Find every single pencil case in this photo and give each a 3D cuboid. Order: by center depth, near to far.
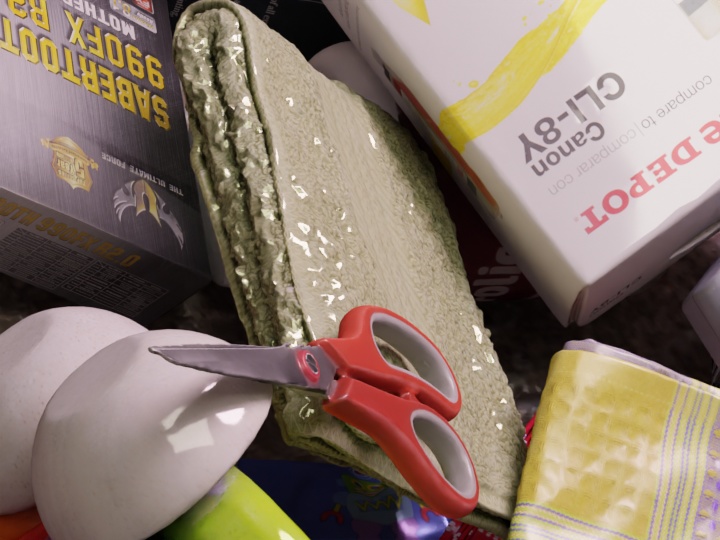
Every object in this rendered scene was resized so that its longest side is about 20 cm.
[{"bbox_3d":[-0.052,0.107,0.958,0.200,0.078,0.087,1,47,-21],"label":"pencil case"}]

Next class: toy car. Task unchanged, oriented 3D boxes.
[{"bbox_3d":[-0.072,0.116,0.802,0.150,0.200,0.175,-44,112,-17],"label":"toy car"}]

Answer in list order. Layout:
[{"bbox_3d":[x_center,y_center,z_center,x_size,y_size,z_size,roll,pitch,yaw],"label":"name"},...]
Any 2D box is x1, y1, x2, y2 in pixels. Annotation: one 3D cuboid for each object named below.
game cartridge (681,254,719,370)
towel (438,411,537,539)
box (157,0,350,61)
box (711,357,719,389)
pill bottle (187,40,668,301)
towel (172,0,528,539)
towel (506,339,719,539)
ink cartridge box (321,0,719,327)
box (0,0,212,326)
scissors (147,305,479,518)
[{"bbox_3d":[0.233,0.006,0.991,0.200,0.042,0.133,-29,86,-22],"label":"game cartridge"},{"bbox_3d":[0.081,0.153,0.939,0.145,0.022,0.200,38,82,-6],"label":"towel"},{"bbox_3d":[0.006,-0.168,1.136,0.200,0.148,0.107,13,51,-13],"label":"box"},{"bbox_3d":[0.250,0.061,1.079,0.200,0.050,0.158,30,14,0],"label":"box"},{"bbox_3d":[0.033,-0.042,1.077,0.200,0.114,0.114,-2,56,-22],"label":"pill bottle"},{"bbox_3d":[0.000,0.000,0.906,0.148,0.036,0.200,30,34,-48],"label":"towel"},{"bbox_3d":[0.114,0.129,0.875,0.144,0.023,0.200,23,61,-13],"label":"towel"},{"bbox_3d":[0.084,-0.101,0.981,0.145,0.083,0.200,-35,80,-6],"label":"ink cartridge box"},{"bbox_3d":[-0.156,-0.080,1.014,0.200,0.048,0.159,25,42,-42],"label":"box"},{"bbox_3d":[-0.016,0.027,0.770,0.200,0.014,0.073,30,39,-53],"label":"scissors"}]
